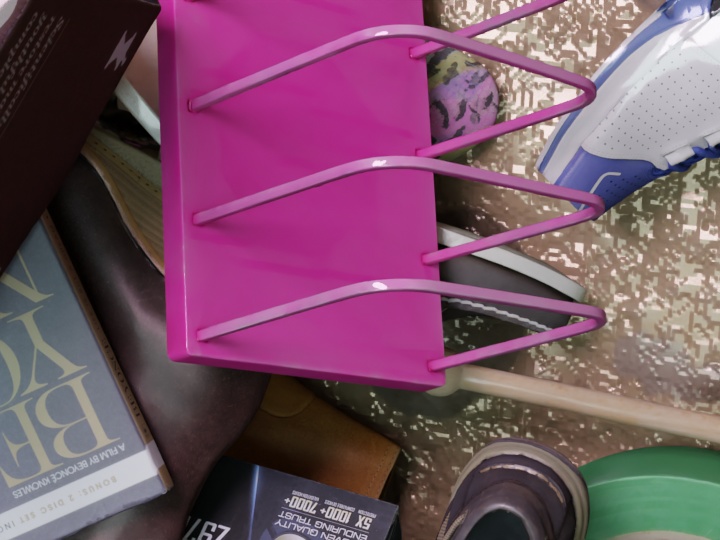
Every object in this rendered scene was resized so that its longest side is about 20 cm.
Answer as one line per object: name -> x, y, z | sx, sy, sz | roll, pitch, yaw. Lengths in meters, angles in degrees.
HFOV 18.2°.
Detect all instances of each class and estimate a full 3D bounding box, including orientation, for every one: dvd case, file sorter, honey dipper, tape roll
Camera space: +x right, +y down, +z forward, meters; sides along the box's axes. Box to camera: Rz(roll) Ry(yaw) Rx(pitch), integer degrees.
dvd case -> -0.182, 0.026, 0.895 | 0.148, 0.016, 0.200 | -24, 94, 9
file sorter -> 0.013, -0.067, 0.883 | 0.125, 0.139, 0.201 | -17, 70, 45
honey dipper -> 0.122, 0.064, 0.992 | 0.199, 0.038, 0.038 | 11, 107, 0
tape roll -> 0.145, 0.183, 1.033 | 0.200, 0.048, 0.201 | 4, 105, 17

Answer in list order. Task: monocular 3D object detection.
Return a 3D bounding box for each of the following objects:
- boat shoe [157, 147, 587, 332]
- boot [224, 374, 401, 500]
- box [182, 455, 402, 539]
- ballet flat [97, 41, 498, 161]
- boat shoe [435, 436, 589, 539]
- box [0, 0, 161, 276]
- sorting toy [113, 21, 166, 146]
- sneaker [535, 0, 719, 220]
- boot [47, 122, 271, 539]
boat shoe -> 0.000, 0.000, 0.998 | 0.201, 0.072, 0.061 | 17, 87, -6
boot -> -0.048, 0.057, 1.058 | 0.144, 0.071, 0.202 | 17, 113, 7
box -> -0.065, 0.169, 1.020 | 0.163, 0.086, 0.200 | 15, 146, 14
ballet flat -> -0.040, -0.072, 1.015 | 0.200, 0.071, 0.069 | 6, 106, 16
boat shoe -> 0.042, 0.169, 0.952 | 0.074, 0.073, 0.200 | 14, 106, 16
box -> -0.210, -0.082, 0.797 | 0.200, 0.164, 0.166 | 32, 97, 6
sorting toy -> -0.082, -0.131, 0.951 | 0.180, 0.200, 0.107 | 56, 136, 10
sneaker -> 0.174, -0.078, 0.941 | 0.115, 0.081, 0.199 | 45, 110, 5
boot -> -0.134, 0.022, 0.928 | 0.200, 0.072, 0.167 | 24, 83, 8
